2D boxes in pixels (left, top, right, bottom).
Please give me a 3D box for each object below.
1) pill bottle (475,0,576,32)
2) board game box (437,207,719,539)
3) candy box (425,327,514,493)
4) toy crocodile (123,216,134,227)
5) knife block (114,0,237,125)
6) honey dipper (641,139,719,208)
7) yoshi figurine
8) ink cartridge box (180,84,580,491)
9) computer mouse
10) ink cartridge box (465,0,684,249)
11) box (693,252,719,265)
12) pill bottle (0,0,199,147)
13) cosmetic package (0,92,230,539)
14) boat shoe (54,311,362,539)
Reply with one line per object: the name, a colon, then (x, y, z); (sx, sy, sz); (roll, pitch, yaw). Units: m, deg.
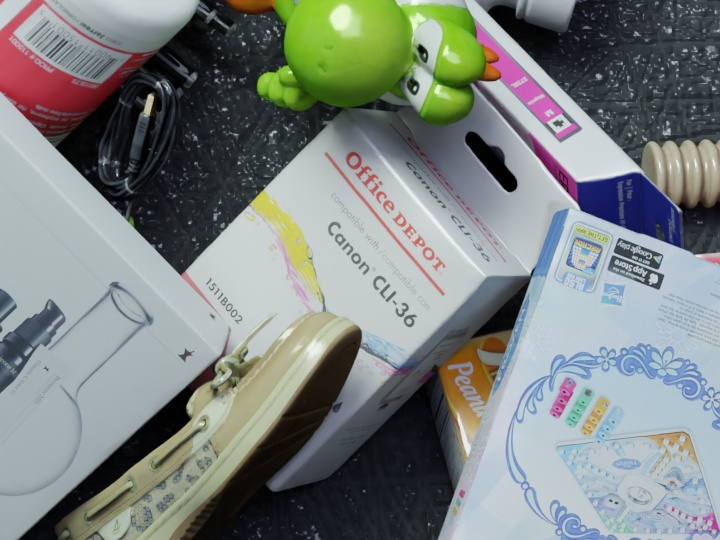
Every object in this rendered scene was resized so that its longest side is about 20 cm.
pill bottle: (0.029, -0.197, 1.538); (0.199, 0.111, 0.111); (18, 67, 3)
board game box: (0.154, 0.098, 1.370); (0.199, 0.043, 0.200); (21, 85, -6)
candy box: (0.113, 0.125, 1.442); (0.115, 0.055, 0.201); (-11, 68, -10)
toy crocodile: (-0.209, 0.011, 1.461); (0.199, 0.062, 0.068); (-17, 111, -13)
knife block: (-0.170, -0.155, 1.523); (0.199, 0.064, 0.177); (-6, 83, 10)
honey dipper: (0.251, -0.056, 1.543); (0.199, 0.038, 0.038); (-4, 68, -10)
yoshi figurine: (-0.012, -0.134, 1.392); (0.112, 0.113, 0.200); (-29, 36, -10)
ink cartridge box: (0.000, 0.000, 1.421); (0.200, 0.067, 0.117); (-46, 74, 18)
computer mouse: (-0.124, -0.002, 1.423); (0.058, 0.201, 0.034); (23, 21, 40)
ink cartridge box: (0.095, -0.055, 1.463); (0.037, 0.095, 0.200); (-32, 54, -17)
box: (0.265, 0.042, 1.469); (0.199, 0.095, 0.103); (-5, 68, -8)
pill bottle: (-0.181, -0.112, 1.434); (0.112, 0.200, 0.113); (33, 36, -28)
cosmetic package: (-0.185, 0.012, 1.386); (0.151, 0.052, 0.200); (-43, 100, 12)
boat shoe: (-0.077, 0.085, 1.383); (0.063, 0.073, 0.200); (47, 111, 14)
